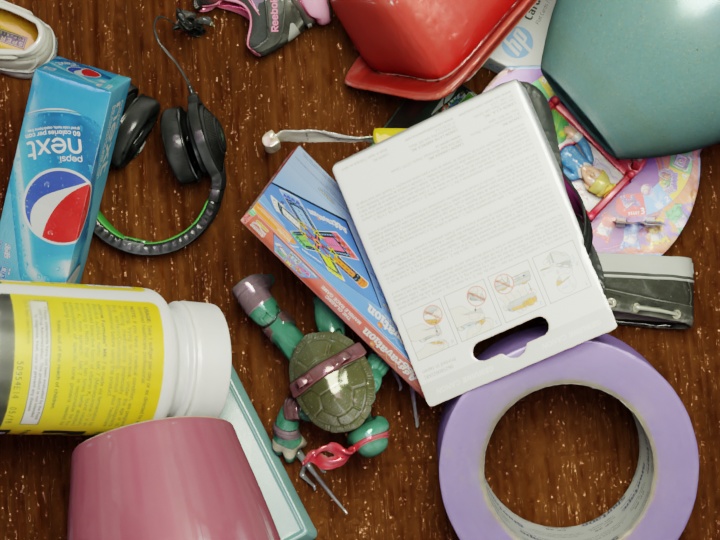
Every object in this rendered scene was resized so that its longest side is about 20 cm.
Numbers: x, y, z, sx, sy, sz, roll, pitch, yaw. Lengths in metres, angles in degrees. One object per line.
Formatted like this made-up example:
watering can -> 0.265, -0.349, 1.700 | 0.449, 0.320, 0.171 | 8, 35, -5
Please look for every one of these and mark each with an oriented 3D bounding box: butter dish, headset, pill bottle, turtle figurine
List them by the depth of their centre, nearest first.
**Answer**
pill bottle -> -0.205, 0.068, 1.255 | 0.198, 0.114, 0.116 | 4, 80, -26
butter dish -> 0.049, -0.247, 1.303 | 0.148, 0.200, 0.200 | 45, 81, -25
turtle figurine -> -0.018, 0.080, 1.313 | 0.149, 0.101, 0.201 | -27, 80, -2
headset -> -0.163, -0.114, 1.363 | 0.122, 0.094, 0.202 | 13, 96, 3

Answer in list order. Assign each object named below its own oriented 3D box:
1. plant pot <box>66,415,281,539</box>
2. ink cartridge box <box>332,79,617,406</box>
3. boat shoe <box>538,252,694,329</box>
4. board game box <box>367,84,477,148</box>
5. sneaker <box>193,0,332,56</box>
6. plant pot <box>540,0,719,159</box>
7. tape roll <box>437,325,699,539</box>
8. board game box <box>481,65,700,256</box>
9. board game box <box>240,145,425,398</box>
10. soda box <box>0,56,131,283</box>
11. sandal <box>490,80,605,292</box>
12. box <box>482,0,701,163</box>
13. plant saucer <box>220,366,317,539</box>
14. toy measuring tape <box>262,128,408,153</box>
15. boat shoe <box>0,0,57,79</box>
plant pot -> -0.141, 0.214, 1.246 | 0.198, 0.200, 0.181 | -11, 71, -4
ink cartridge box -> 0.087, -0.021, 1.267 | 0.161, 0.057, 0.202 | -24, 88, 13
boat shoe -> 0.176, 0.021, 1.347 | 0.198, 0.071, 0.064 | 0, 80, -4
board game box -> 0.041, -0.063, 1.378 | 0.104, 0.023, 0.201 | 37, 81, 1
sneaker -> -0.113, -0.263, 1.382 | 0.095, 0.079, 0.201 | -39, 83, 4
plant pot -> 0.217, -0.164, 1.270 | 0.135, 0.200, 0.201 | -40, 85, 4
tape roll -> 0.158, 0.147, 1.296 | 0.198, 0.085, 0.202 | 0, 95, 2
board game box -> 0.180, -0.090, 1.347 | 0.198, 0.039, 0.160 | 0, 89, 0
board game box -> 0.000, 0.000, 1.302 | 0.200, 0.103, 0.019 | 45, 126, -9
soda box -> -0.239, -0.059, 1.302 | 0.064, 0.068, 0.202 | 16, 106, 0
sandal -> 0.141, -0.053, 1.296 | 0.075, 0.048, 0.202 | -15, 83, -17
box -> 0.222, -0.200, 1.399 | 0.199, 0.041, 0.157 | 27, 82, 3
plant saucer -> -0.109, 0.140, 1.342 | 0.069, 0.019, 0.201 | -27, 82, -7
toy measuring tape -> 0.019, -0.077, 1.337 | 0.198, 0.074, 0.074 | 1, 81, 2
boat shoe -> -0.348, -0.207, 1.357 | 0.198, 0.070, 0.072 | 17, 81, 0
